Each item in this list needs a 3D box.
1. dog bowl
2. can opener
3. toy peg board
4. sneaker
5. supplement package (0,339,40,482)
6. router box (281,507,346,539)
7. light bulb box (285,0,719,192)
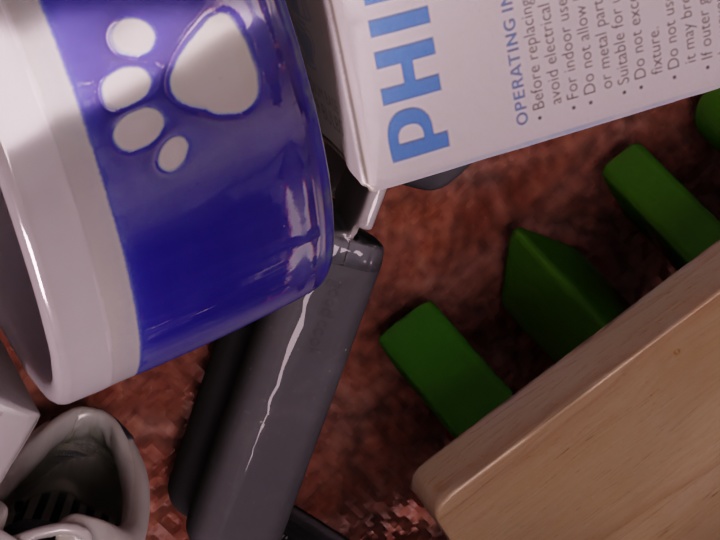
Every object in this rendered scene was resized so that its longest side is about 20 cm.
[{"bbox_3d":[-0.083,-0.071,0.667,0.078,0.200,0.201,-22,117,-13],"label":"dog bowl"},{"bbox_3d":[0.000,0.000,0.809,0.067,0.053,0.201,13,107,-23],"label":"can opener"},{"bbox_3d":[0.119,0.047,0.862,0.200,0.098,0.199,-36,134,-3],"label":"toy peg board"},{"bbox_3d":[-0.103,0.104,0.735,0.073,0.200,0.071,7,115,-2],"label":"sneaker"},{"bbox_3d":[-0.199,0.082,0.736,0.113,0.110,0.200,29,99,-27],"label":"supplement package"},{"bbox_3d":[-0.005,0.172,0.769,0.149,0.200,0.051,-52,124,-10],"label":"router box"},{"bbox_3d":[0.052,-0.131,0.693,0.199,0.198,0.125,-17,114,-12],"label":"light bulb box"}]
